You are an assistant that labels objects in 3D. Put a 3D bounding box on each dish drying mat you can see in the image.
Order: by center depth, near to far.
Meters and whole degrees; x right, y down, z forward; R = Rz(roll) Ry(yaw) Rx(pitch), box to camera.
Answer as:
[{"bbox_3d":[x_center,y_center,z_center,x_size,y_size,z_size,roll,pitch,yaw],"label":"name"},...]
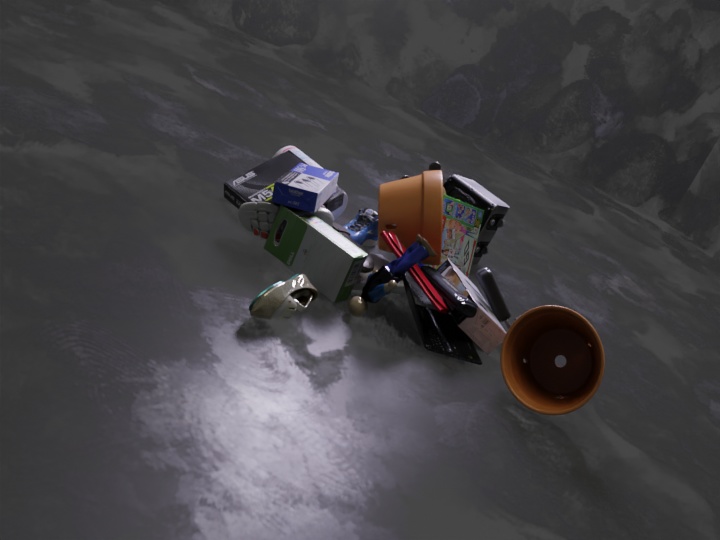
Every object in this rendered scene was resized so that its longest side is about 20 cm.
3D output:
[{"bbox_3d":[0.113,0.003,1.632,0.202,0.018,0.077,54,12,17],"label":"dish drying mat"}]

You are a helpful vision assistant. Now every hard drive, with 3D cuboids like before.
[{"bbox_3d":[0.000,0.000,1.729,0.197,0.027,0.132,6,30,-40],"label":"hard drive"}]

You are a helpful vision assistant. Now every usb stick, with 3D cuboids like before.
[{"bbox_3d":[0.178,0.041,1.664,0.055,0.033,0.200,29,10,-29],"label":"usb stick"}]

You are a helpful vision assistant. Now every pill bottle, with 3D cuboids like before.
[{"bbox_3d":[-0.125,-0.201,1.918,0.199,0.110,0.108,40,26,29],"label":"pill bottle"}]

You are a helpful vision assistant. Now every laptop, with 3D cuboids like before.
[{"bbox_3d":[0.157,0.079,1.629,0.195,0.105,0.178,17,24,-16],"label":"laptop"}]

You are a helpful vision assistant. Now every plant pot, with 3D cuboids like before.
[{"bbox_3d":[0.383,0.175,1.582,0.198,0.203,0.139,35,8,22],"label":"plant pot"},{"bbox_3d":[0.108,-0.115,1.769,0.136,0.205,0.201,0,23,3],"label":"plant pot"}]

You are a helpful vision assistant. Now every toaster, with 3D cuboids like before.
[{"bbox_3d":[0.271,-0.137,2.131,0.199,0.184,0.117,40,21,32],"label":"toaster"}]

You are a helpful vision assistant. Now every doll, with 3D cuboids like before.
[{"bbox_3d":[0.054,0.014,1.551,0.049,0.199,0.137,50,0,-17],"label":"doll"}]

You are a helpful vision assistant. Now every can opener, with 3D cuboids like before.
[{"bbox_3d":[0.314,0.083,1.750,0.203,0.066,0.053,59,0,-10],"label":"can opener"}]

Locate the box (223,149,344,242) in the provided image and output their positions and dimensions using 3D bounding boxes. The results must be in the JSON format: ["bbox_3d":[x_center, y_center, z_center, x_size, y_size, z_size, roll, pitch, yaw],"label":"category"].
[{"bbox_3d":[-0.168,-0.168,1.779,0.198,0.048,0.192,-32,60,-34],"label":"box"}]

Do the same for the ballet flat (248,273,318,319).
[{"bbox_3d":[-0.127,0.051,1.429,0.062,0.068,0.200,40,24,8],"label":"ballet flat"}]

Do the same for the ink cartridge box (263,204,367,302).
[{"bbox_3d":[-0.090,-0.037,1.605,0.198,0.106,0.059,36,24,22],"label":"ink cartridge box"}]

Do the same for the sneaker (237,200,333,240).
[{"bbox_3d":[-0.155,-0.112,1.661,0.194,0.079,0.082,6,26,-13],"label":"sneaker"}]

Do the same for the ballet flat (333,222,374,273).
[{"bbox_3d":[-0.027,-0.039,1.679,0.066,0.047,0.200,18,19,-34],"label":"ballet flat"}]

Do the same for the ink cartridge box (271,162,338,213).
[{"bbox_3d":[-0.111,-0.175,1.678,0.092,0.045,0.200,15,20,5],"label":"ink cartridge box"}]

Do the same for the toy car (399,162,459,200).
[{"bbox_3d":[0.173,-0.160,1.967,0.161,0.203,0.159,-24,34,-2],"label":"toy car"}]

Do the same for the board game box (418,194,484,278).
[{"bbox_3d":[0.207,-0.066,1.899,0.132,0.205,0.029,19,-11,-17],"label":"board game box"}]

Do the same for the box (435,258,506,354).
[{"bbox_3d":[0.229,0.074,1.728,0.116,0.060,0.201,41,14,-31],"label":"box"}]

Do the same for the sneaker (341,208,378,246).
[{"bbox_3d":[-0.004,-0.101,1.860,0.078,0.091,0.199,30,22,15],"label":"sneaker"}]
